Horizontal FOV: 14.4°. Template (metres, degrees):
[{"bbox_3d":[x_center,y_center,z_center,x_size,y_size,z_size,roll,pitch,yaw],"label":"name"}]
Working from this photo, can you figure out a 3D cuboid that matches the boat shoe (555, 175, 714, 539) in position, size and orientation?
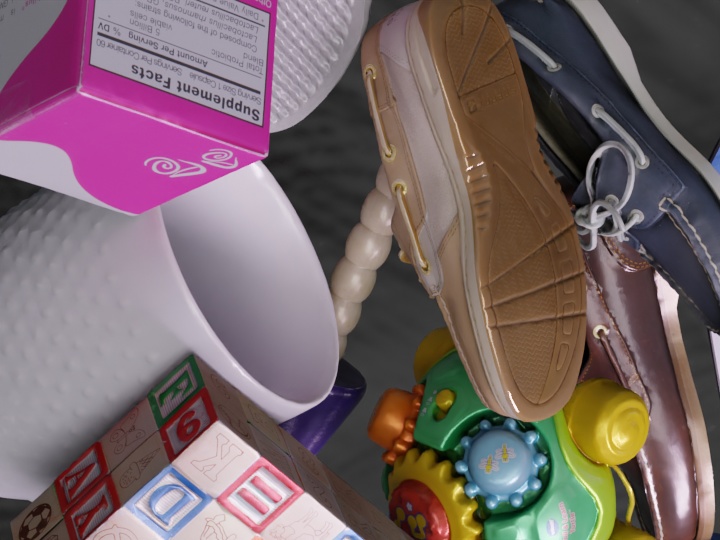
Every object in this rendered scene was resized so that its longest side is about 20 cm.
[{"bbox_3d":[0.125,0.046,1.410,0.070,0.070,0.201,-15,101,-13],"label":"boat shoe"}]

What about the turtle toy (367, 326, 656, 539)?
[{"bbox_3d":[0.064,0.125,1.382,0.101,0.146,0.201,-22,115,-34],"label":"turtle toy"}]

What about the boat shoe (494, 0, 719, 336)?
[{"bbox_3d":[0.119,-0.048,1.328,0.062,0.075,0.200,-26,77,-22],"label":"boat shoe"}]

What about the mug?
[{"bbox_3d":[-0.113,0.054,1.332,0.175,0.148,0.201,-26,77,23],"label":"mug"}]

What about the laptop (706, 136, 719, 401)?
[{"bbox_3d":[0.262,-0.016,1.368,0.187,0.116,0.201,-14,111,-5],"label":"laptop"}]

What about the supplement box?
[{"bbox_3d":[-0.101,-0.139,1.219,0.103,0.101,0.201,19,65,-35],"label":"supplement box"}]

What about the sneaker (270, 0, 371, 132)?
[{"bbox_3d":[-0.024,-0.158,1.324,0.078,0.080,0.200,17,128,-7],"label":"sneaker"}]

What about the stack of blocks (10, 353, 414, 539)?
[{"bbox_3d":[-0.044,0.144,1.272,0.115,0.059,0.200,-43,120,9],"label":"stack of blocks"}]

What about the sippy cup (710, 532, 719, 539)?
[{"bbox_3d":[0.190,0.208,1.450,0.139,0.178,0.131,21,97,17],"label":"sippy cup"}]

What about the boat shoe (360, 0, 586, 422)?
[{"bbox_3d":[0.049,-0.028,1.315,0.074,0.069,0.201,-14,93,-43],"label":"boat shoe"}]

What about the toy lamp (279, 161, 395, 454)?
[{"bbox_3d":[0.000,0.000,1.389,0.058,0.058,0.200,22,107,-13],"label":"toy lamp"}]
